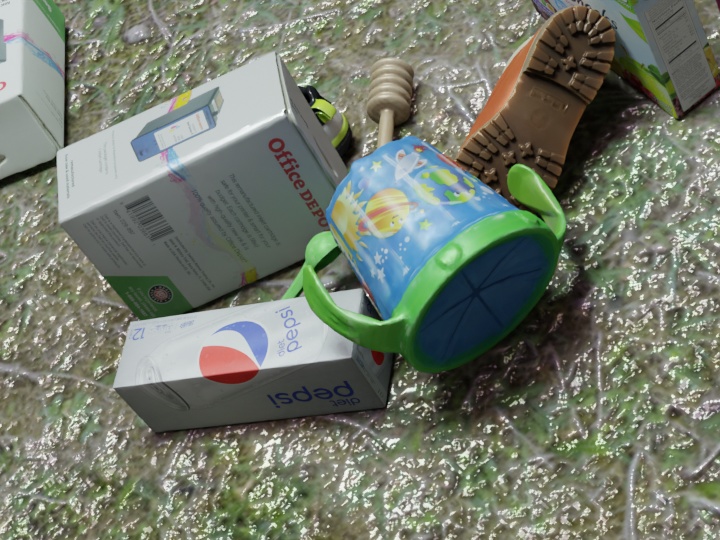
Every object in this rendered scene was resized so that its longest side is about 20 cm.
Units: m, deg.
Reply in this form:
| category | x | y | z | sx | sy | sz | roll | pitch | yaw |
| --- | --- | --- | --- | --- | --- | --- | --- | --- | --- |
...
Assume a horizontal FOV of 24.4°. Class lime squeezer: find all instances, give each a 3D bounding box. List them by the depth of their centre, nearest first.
| category | x | y | z | sx | sy | sz | roll | pitch | yaw |
| --- | --- | --- | --- | --- | --- | --- | --- | --- | --- |
| lime squeezer | 0.000 | 0.000 | 1.257 | 0.199 | 0.038 | 0.071 | -12 | 73 | 18 |

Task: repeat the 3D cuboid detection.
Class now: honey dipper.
| category | x | y | z | sx | sy | sz | roll | pitch | yaw |
| --- | --- | --- | --- | --- | --- | --- | --- | --- | --- |
| honey dipper | 0.018 | -0.087 | 1.338 | 0.038 | 0.038 | 0.200 | -10 | 50 | 21 |

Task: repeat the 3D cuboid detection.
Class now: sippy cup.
| category | x | y | z | sx | sy | sz | roll | pitch | yaw |
| --- | --- | --- | --- | --- | --- | --- | --- | --- | --- |
| sippy cup | 0.048 | -0.020 | 1.172 | 0.130 | 0.178 | 0.140 | 48 | 114 | 29 |

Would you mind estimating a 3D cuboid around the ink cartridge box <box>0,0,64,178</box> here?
| category | x | y | z | sx | sy | sz | roll | pitch | yaw |
| --- | --- | --- | --- | --- | --- | --- | --- | --- | --- |
| ink cartridge box | -0.363 | -0.179 | 1.581 | 0.145 | 0.088 | 0.200 | -20 | 48 | 12 |

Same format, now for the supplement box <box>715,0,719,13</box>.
| category | x | y | z | sx | sy | sz | roll | pitch | yaw |
| --- | --- | --- | --- | --- | --- | --- | --- | --- | --- |
| supplement box | 0.350 | -0.289 | 1.261 | 0.199 | 0.131 | 0.103 | -17 | 45 | 15 |

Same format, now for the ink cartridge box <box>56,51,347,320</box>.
| category | x | y | z | sx | sy | sz | roll | pitch | yaw |
| --- | --- | --- | --- | --- | --- | --- | --- | --- | --- |
| ink cartridge box | -0.118 | -0.061 | 1.313 | 0.200 | 0.145 | 0.088 | -23 | 44 | 11 |

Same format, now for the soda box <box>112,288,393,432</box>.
| category | x | y | z | sx | sy | sz | roll | pitch | yaw |
| --- | --- | --- | --- | --- | --- | --- | --- | --- | --- |
| soda box | -0.079 | 0.069 | 1.237 | 0.199 | 0.068 | 0.064 | -8 | 50 | 22 |

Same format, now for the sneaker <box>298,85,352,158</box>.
| category | x | y | z | sx | sy | sz | roll | pitch | yaw |
| --- | --- | --- | --- | --- | --- | --- | --- | --- | --- |
| sneaker | -0.093 | -0.141 | 1.411 | 0.200 | 0.083 | 0.072 | 9 | 58 | 34 |

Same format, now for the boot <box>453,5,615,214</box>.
| category | x | y | z | sx | sy | sz | roll | pitch | yaw |
| --- | --- | --- | --- | --- | --- | --- | --- | --- | --- |
| boot | 0.121 | -0.107 | 1.281 | 0.200 | 0.075 | 0.107 | -57 | 10 | -1 |

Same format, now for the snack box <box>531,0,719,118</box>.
| category | x | y | z | sx | sy | sz | roll | pitch | yaw |
| --- | --- | --- | --- | --- | --- | --- | --- | --- | --- |
| snack box | 0.184 | -0.221 | 1.284 | 0.053 | 0.142 | 0.200 | -38 | 44 | -5 |
